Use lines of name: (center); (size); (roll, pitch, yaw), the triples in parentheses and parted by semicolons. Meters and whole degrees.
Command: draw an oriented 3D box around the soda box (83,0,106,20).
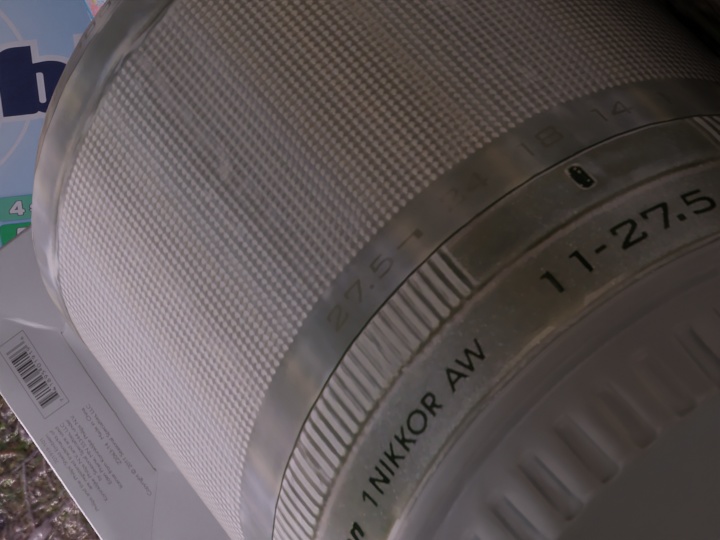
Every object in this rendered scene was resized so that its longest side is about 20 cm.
soda box: (-0.070, -0.140, 0.823); (0.064, 0.068, 0.201); (50, 166, 49)

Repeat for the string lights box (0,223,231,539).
string lights box: (-0.031, 0.009, 0.837); (0.103, 0.059, 0.200); (55, -153, -1)

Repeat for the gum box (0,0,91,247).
gum box: (-0.132, -0.078, 0.952); (0.201, 0.169, 0.045); (88, 173, -45)

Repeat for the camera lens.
camera lens: (0.028, 0.008, 0.654); (0.200, 0.160, 0.160); (49, 180, 37)
